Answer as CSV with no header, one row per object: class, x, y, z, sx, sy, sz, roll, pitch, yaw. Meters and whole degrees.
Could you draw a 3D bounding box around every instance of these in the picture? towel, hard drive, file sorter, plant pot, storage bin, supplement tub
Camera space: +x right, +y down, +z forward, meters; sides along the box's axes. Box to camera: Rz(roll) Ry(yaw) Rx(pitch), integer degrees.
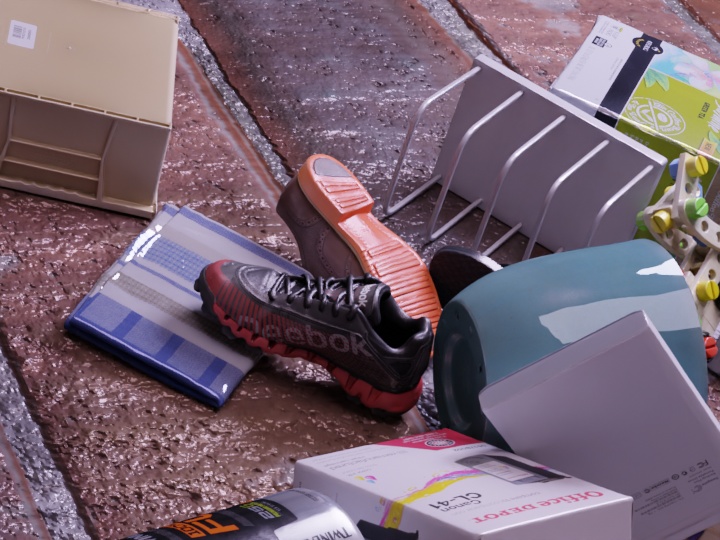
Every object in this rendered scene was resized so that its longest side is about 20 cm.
towel,-0.134,0.025,1.571,0.147,0.024,0.200,27,36,6
hard drive,0.190,0.127,1.406,0.200,0.132,0.027,52,17,-34
file sorter,0.142,-0.071,1.745,0.200,0.139,0.125,31,38,16
plant pot,0.149,0.079,1.497,0.161,0.201,0.201,-3,39,-16
storage bin,-0.262,-0.157,1.698,0.198,0.094,0.200,12,35,-11
supplement tub,-0.098,0.217,1.231,0.200,0.123,0.123,-12,45,-39

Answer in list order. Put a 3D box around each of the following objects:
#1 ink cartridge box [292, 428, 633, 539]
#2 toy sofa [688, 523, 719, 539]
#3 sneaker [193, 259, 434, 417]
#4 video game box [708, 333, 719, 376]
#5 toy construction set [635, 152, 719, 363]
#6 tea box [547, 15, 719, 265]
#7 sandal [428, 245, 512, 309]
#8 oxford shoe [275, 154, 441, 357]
ink cartridge box,0.067,0.179,1.334,0.148,0.086,0.200,-8,13,-37
toy sofa,0.354,0.217,1.515,0.200,0.098,0.083,26,10,9
sneaker,-0.029,0.033,1.523,0.200,0.098,0.071,27,39,-3
video game box,0.436,0.092,1.750,0.182,0.047,0.200,40,39,23
toy construction set,0.266,0.008,1.698,0.200,0.131,0.092,-49,25,-19
tea box,0.274,-0.122,1.886,0.197,0.134,0.200,25,34,7
sandal,0.147,0.040,1.652,0.200,0.075,0.048,32,39,1
oxford shoe,0.000,0.000,1.644,0.071,0.073,0.200,-9,61,-51
